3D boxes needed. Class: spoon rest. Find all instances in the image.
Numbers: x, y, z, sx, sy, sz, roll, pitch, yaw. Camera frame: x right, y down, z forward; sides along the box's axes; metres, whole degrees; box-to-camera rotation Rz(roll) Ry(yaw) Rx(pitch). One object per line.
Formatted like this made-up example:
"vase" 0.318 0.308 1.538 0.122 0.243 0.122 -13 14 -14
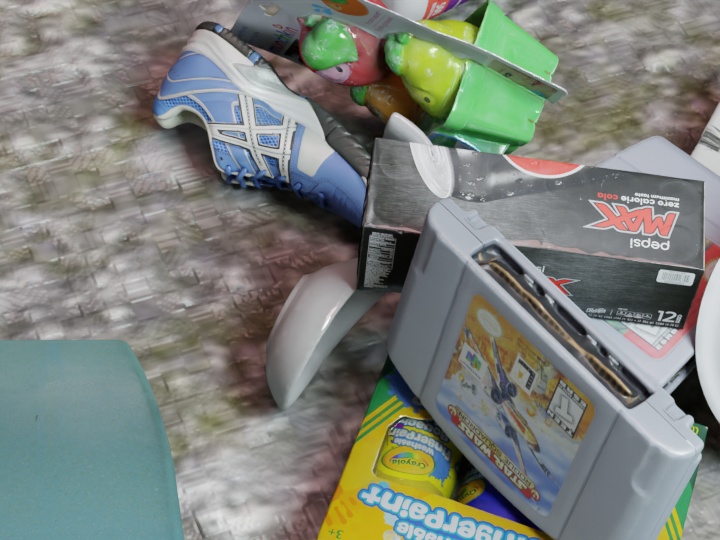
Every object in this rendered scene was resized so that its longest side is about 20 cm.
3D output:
"spoon rest" 0.000 0.000 1.206 0.060 0.099 0.201 26 70 4

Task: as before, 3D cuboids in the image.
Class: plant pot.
"plant pot" -0.170 0.142 1.073 0.140 0.142 0.201 0 46 -9

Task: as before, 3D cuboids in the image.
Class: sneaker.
"sneaker" -0.054 -0.079 1.306 0.200 0.076 0.077 39 83 17

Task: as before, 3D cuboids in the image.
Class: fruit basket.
"fruit basket" 0.017 -0.130 1.265 0.199 0.185 0.094 16 80 -12

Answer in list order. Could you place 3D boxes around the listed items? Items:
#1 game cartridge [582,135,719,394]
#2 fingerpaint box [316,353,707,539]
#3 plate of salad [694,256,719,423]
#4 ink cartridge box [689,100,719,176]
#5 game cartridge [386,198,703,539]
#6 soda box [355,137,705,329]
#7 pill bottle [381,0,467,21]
"game cartridge" 0.164 0.004 1.189 0.133 0.041 0.200 35 59 22
"fingerpaint box" 0.088 0.142 1.146 0.199 0.074 0.167 19 52 6
"plate of salad" 0.289 0.024 1.169 0.199 0.201 0.048 -7 24 -14
"ink cartridge box" 0.282 -0.033 1.302 0.145 0.085 0.200 26 54 12
"game cartridge" 0.094 0.069 1.071 0.041 0.134 0.200 -26 60 -36
"soda box" 0.099 -0.022 1.142 0.198 0.064 0.071 7 55 0
"pill bottle" 0.075 -0.257 1.422 0.199 0.113 0.113 -28 62 -26
